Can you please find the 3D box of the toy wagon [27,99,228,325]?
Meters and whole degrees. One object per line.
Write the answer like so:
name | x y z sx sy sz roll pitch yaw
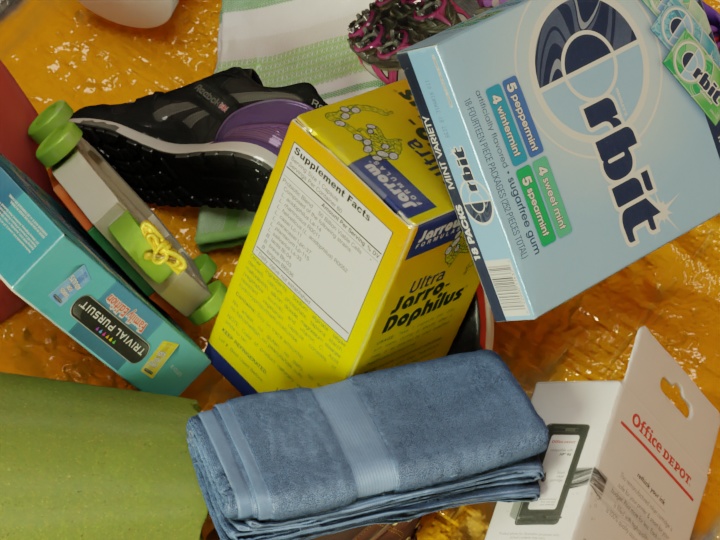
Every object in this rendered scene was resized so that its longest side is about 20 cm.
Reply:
toy wagon | -0.148 -0.030 1.597 0.040 0.200 0.155 -42 108 2

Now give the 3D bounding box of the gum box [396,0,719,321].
gum box | 0.135 -0.088 1.494 0.199 0.044 0.171 -27 102 -32

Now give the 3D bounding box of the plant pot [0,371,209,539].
plant pot | -0.189 0.142 1.529 0.188 0.200 0.201 0 60 -10

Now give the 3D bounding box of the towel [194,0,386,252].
towel | -0.045 -0.116 1.700 0.148 0.031 0.201 -14 55 31

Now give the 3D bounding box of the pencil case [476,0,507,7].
pencil case | 0.141 -0.115 1.623 0.085 0.084 0.201 -25 60 14

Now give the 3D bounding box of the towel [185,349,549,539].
towel | 0.004 0.106 1.475 0.198 0.049 0.112 -12 37 -12

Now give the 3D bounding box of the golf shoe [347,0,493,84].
golf shoe | 0.061 -0.126 1.598 0.073 0.092 0.200 -44 33 -11

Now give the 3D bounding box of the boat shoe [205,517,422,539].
boat shoe | 0.002 0.149 1.569 0.199 0.070 0.071 -29 100 -8

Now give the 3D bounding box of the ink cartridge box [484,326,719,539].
ink cartridge box | 0.143 0.146 1.518 0.067 0.116 0.201 -2 55 39

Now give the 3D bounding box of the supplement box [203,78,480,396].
supplement box | 0.000 0.000 1.557 0.109 0.201 0.109 43 41 24

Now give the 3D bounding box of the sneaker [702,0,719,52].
sneaker | 0.232 -0.120 1.687 0.080 0.084 0.201 -28 63 -11

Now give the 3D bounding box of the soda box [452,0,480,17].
soda box | 0.109 -0.123 1.709 0.071 0.063 0.200 -39 65 -16

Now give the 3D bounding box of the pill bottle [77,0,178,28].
pill bottle | -0.138 -0.277 1.787 0.111 0.113 0.201 14 62 12

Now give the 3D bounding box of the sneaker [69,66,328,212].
sneaker | -0.103 -0.094 1.681 0.199 0.076 0.088 11 57 35

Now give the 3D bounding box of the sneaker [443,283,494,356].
sneaker | 0.072 -0.018 1.648 0.067 0.108 0.203 -14 89 38

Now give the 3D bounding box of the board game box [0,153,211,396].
board game box | -0.191 -0.009 1.548 0.047 0.200 0.151 -45 57 -1

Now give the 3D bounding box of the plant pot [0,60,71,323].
plant pot | -0.296 -0.077 1.650 0.199 0.178 0.202 -2 61 3
